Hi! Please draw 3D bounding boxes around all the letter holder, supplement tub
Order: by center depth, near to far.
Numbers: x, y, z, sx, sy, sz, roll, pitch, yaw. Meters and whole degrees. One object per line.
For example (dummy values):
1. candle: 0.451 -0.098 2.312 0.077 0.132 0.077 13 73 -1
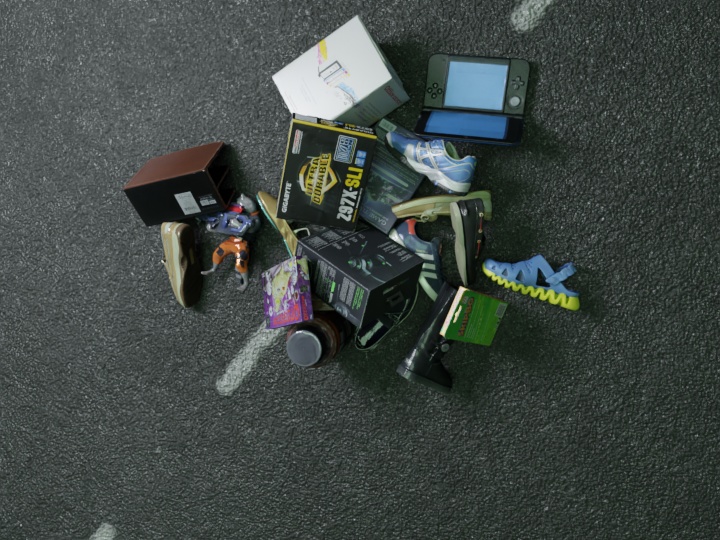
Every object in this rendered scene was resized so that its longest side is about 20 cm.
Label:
1. supplement tub: -0.084 0.132 1.227 0.106 0.200 0.107 2 97 13
2. letter holder: -0.378 -0.191 1.316 0.199 0.142 0.101 -9 127 17

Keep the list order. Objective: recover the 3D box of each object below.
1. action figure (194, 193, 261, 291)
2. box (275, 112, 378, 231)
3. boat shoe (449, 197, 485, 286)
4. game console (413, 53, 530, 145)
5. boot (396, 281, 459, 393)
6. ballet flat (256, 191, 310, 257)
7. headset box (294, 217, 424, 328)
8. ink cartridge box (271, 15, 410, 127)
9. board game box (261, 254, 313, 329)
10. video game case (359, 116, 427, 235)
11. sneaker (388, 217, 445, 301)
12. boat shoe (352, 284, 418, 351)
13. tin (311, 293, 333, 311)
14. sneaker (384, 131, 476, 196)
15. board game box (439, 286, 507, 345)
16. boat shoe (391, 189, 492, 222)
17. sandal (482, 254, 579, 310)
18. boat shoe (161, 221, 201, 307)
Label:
1. action figure: -0.280 -0.074 1.322 0.200 0.104 0.194 22 96 39
2. box: -0.067 -0.181 1.142 0.159 0.049 0.201 9 122 -11
3. boat shoe: 0.213 -0.050 1.172 0.063 0.074 0.202 -12 130 -1
4. game console: 0.212 -0.326 1.147 0.199 0.118 0.171 8 99 11
5. boot: 0.174 0.136 1.212 0.066 0.165 0.201 28 91 41
6. ballet flat: -0.146 -0.089 1.290 0.063 0.069 0.200 -28 99 6
7. headset box: 0.000 0.000 1.171 0.200 0.174 0.093 33 129 26
8. ink cartridge box: -0.034 -0.353 1.178 0.200 0.147 0.145 -30 81 15
9. board game box: -0.144 0.047 1.169 0.032 0.200 0.121 -7 84 -28
10. video game case: 0.050 -0.193 1.226 0.143 0.019 0.200 33 89 7
11. sneaker: 0.143 -0.019 1.223 0.084 0.075 0.200 -35 91 11
12. boat shoe: 0.052 0.091 1.263 0.075 0.062 0.200 39 102 7
13. tin: -0.057 0.035 1.242 0.199 0.112 0.042 -1 124 -5
14. sneaker: 0.134 -0.219 1.156 0.200 0.076 0.077 34 114 20
15. board game box: 0.216 0.089 1.156 0.030 0.200 0.096 26 96 34
16. boat shoe: 0.161 -0.117 1.187 0.200 0.073 0.063 -9 98 -13
17. sandal: 0.337 0.008 1.185 0.199 0.079 0.087 17 97 2
18. boat shoe: -0.400 -0.015 1.339 0.076 0.072 0.201 12 116 19
